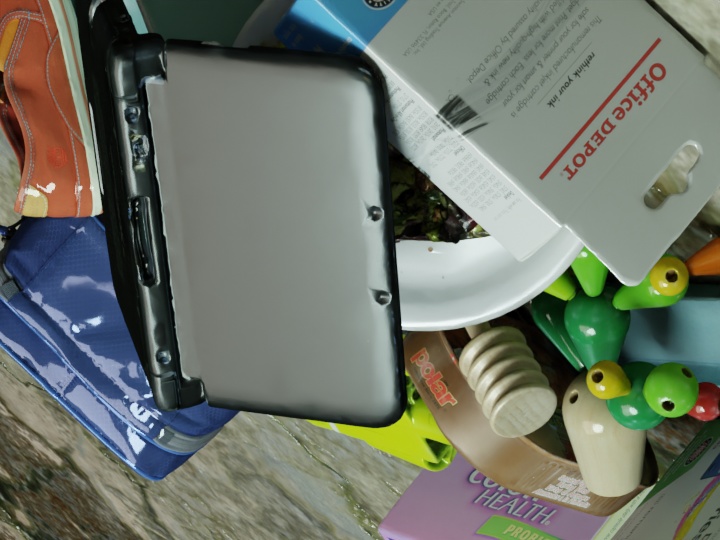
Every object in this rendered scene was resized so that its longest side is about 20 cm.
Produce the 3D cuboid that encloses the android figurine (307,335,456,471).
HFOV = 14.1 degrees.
[{"bbox_3d":[-0.012,0.049,1.727,0.199,0.041,0.182,15,147,48],"label":"android figurine"}]

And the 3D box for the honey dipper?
[{"bbox_3d":[0.049,0.003,1.532,0.038,0.038,0.201,69,177,-50],"label":"honey dipper"}]

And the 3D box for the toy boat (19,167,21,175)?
[{"bbox_3d":[-0.147,-0.088,1.705,0.130,0.131,0.201,22,151,41],"label":"toy boat"}]

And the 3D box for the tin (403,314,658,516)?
[{"bbox_3d":[0.094,0.077,1.597,0.200,0.042,0.112,22,-152,-53],"label":"tin"}]

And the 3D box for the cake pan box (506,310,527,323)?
[{"bbox_3d":[0.027,0.030,1.747,0.184,0.052,0.199,50,157,-26],"label":"cake pan box"}]

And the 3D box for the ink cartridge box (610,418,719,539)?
[{"bbox_3d":[0.210,0.143,1.515,0.088,0.145,0.200,46,159,-8],"label":"ink cartridge box"}]

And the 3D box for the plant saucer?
[{"bbox_3d":[0.173,0.033,1.546,0.070,0.019,0.200,50,158,-21],"label":"plant saucer"}]

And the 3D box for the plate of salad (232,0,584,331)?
[{"bbox_3d":[0.024,-0.060,1.421,0.200,0.200,0.048,45,-158,-9],"label":"plate of salad"}]

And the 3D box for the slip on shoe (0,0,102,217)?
[{"bbox_3d":[-0.187,-0.122,1.604,0.074,0.061,0.201,127,128,-72],"label":"slip on shoe"}]

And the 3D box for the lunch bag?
[{"bbox_3d":[-0.157,0.030,1.880,0.200,0.132,0.136,42,-163,0],"label":"lunch bag"}]

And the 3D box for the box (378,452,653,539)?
[{"bbox_3d":[0.139,0.210,1.838,0.175,0.097,0.200,13,145,51],"label":"box"}]

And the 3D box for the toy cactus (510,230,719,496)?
[{"bbox_3d":[0.129,0.037,1.500,0.200,0.102,0.166,39,145,48],"label":"toy cactus"}]

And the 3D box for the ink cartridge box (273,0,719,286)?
[{"bbox_3d":[0.074,-0.089,1.342,0.200,0.116,0.068,43,159,-2],"label":"ink cartridge box"}]

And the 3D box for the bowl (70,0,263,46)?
[{"bbox_3d":[-0.076,-0.098,1.544,0.201,0.104,0.202,163,90,-74],"label":"bowl"}]

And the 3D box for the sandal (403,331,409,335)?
[{"bbox_3d":[0.000,0.000,1.595,0.045,0.199,0.076,54,141,45],"label":"sandal"}]

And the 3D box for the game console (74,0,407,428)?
[{"bbox_3d":[-0.060,-0.040,1.401,0.176,0.116,0.201,-118,20,-57],"label":"game console"}]
